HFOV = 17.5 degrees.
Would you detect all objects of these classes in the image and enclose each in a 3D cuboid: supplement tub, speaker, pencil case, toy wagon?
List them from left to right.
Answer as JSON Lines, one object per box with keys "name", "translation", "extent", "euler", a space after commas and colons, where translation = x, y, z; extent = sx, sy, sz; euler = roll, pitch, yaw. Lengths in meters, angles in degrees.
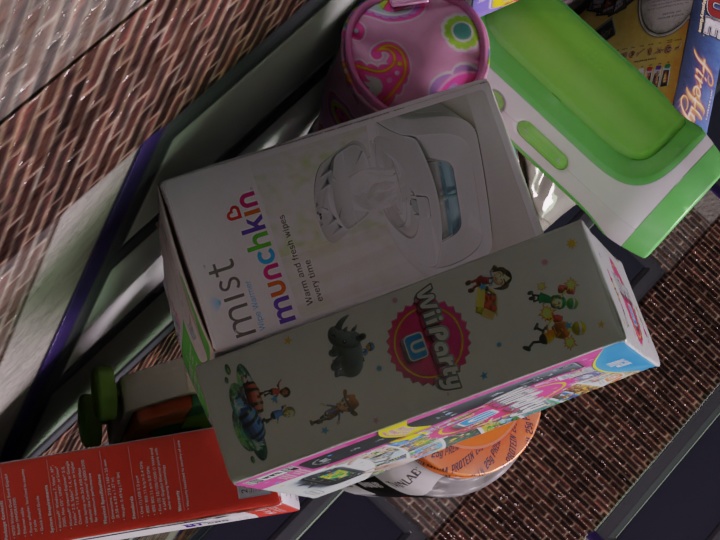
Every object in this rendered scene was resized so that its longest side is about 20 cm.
{"name": "toy wagon", "translation": [-0.085, 0.072, 1.399], "extent": [0.154, 0.040, 0.200], "euler": [-6, 165, -15]}
{"name": "pencil case", "translation": [0.015, -0.090, 1.303], "extent": [0.087, 0.087, 0.200], "euler": [-46, 176, -16]}
{"name": "supplement tub", "translation": [0.035, 0.084, 1.492], "extent": [0.123, 0.123, 0.200], "euler": [-46, -171, -16]}
{"name": "speaker", "translation": [0.117, -0.101, 1.363], "extent": [0.088, 0.200, 0.088], "euler": [-46, 175, -5]}

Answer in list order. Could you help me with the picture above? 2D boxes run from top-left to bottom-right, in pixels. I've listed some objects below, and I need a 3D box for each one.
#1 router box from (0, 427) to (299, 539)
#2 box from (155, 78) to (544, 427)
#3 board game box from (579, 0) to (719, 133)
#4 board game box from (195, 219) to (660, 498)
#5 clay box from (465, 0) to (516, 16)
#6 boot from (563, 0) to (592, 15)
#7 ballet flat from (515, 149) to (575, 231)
{"name": "router box", "translation": [-0.130, 0.128, 1.355], "extent": [0.178, 0.049, 0.200], "euler": [-9, 173, 1]}
{"name": "box", "translation": [-0.012, -0.006, 1.216], "extent": [0.175, 0.097, 0.200], "euler": [-18, 168, -9]}
{"name": "board game box", "translation": [0.169, -0.144, 1.590], "extent": [0.199, 0.034, 0.137], "euler": [-3, -108, 57]}
{"name": "board game box", "translation": [0.037, 0.048, 1.149], "extent": [0.199, 0.065, 0.147], "euler": [-22, 168, 10]}
{"name": "clay box", "translation": [0.143, -0.199, 1.261], "extent": [0.199, 0.048, 0.115], "euler": [-22, 179, 3]}
{"name": "boot", "translation": [0.146, -0.219, 1.503], "extent": [0.200, 0.070, 0.131], "euler": [-55, 167, 29]}
{"name": "ballet flat", "translation": [0.101, -0.112, 1.490], "extent": [0.063, 0.067, 0.201], "euler": [-31, 132, -20]}
